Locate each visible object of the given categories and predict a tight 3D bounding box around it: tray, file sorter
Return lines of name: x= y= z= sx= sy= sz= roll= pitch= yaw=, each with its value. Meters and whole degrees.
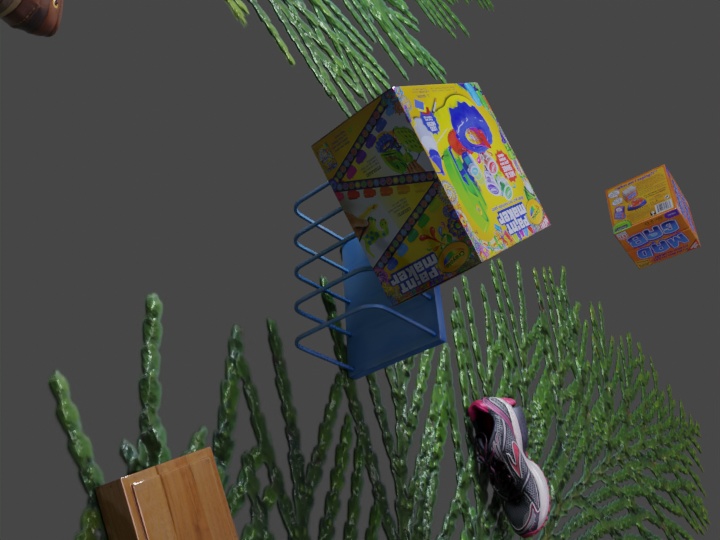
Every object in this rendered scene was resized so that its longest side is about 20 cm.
tray: x=-0.132 y=0.251 z=0.591 sx=0.099 sy=0.037 sz=0.201 roll=-5 pitch=74 yaw=-58
file sorter: x=0.000 y=0.000 z=0.880 sx=0.123 sy=0.139 sz=0.201 roll=28 pitch=46 yaw=-41

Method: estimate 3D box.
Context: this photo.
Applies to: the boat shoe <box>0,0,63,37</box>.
boat shoe: x=-0.302 y=-0.304 z=0.697 sx=0.068 sy=0.072 sz=0.201 roll=31 pitch=50 yaw=-51

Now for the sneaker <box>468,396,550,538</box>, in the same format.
sneaker: x=0.202 y=0.277 z=1.062 sx=0.074 sy=0.081 sz=0.201 roll=12 pitch=50 yaw=-37

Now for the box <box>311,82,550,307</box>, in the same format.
box: x=0.084 y=-0.091 z=0.826 sx=0.200 sy=0.122 sz=0.193 roll=-24 pitch=86 yaw=-54

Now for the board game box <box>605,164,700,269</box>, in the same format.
board game box: x=0.921 y=-0.167 z=2.370 sx=0.200 sy=0.200 sz=0.200 roll=41 pitch=38 yaw=-34
